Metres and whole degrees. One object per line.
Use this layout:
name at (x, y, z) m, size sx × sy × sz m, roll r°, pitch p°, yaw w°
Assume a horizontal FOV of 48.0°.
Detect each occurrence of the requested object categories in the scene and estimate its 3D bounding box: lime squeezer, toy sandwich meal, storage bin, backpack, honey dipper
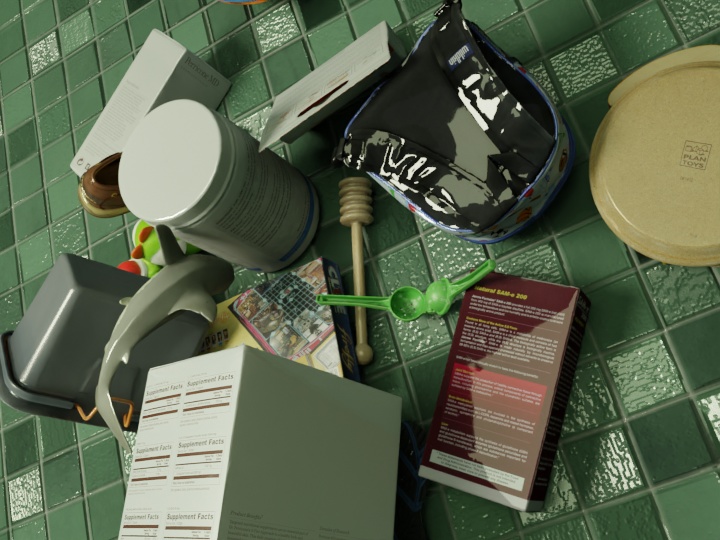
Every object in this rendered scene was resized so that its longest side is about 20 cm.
lime squeezer at (0.056, 0.020, 0.784) m, size 0.199 × 0.071 × 0.038 m, roll -12°, pitch 46°, yaw 35°
toy sandwich meal at (0.298, -0.097, 0.727) m, size 0.203 × 0.070 × 0.207 m, roll -5°, pitch 77°, yaw 22°
storage bin at (-0.260, 0.078, 0.847) m, size 0.135 × 0.199 × 0.146 m, roll -60°, pitch 37°, yaw 14°
backpack at (0.104, -0.121, 0.779) m, size 0.200 × 0.154 × 0.191 m, roll -51°, pitch 58°, yaw 18°
honey dipper at (0.000, 0.000, 0.863) m, size 0.038 × 0.038 × 0.202 m, roll -10°, pitch 74°, yaw 23°

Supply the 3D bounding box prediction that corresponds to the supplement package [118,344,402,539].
supplement package at (-0.083, 0.193, 0.692) m, size 0.146 × 0.191 × 0.202 m, roll -16°, pitch 60°, yaw 42°

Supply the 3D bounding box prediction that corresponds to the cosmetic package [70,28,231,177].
cosmetic package at (-0.259, -0.182, 1.006) m, size 0.074 × 0.102 × 0.201 m, roll 34°, pitch 94°, yaw 29°

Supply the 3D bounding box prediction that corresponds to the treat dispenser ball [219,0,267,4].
treat dispenser ball at (-0.144, -0.421, 0.959) m, size 0.199 × 0.201 × 0.203 m, roll -8°, pitch 72°, yaw 24°

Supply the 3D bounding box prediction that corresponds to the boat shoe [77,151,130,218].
boat shoe at (-0.228, -0.122, 0.939) m, size 0.199 × 0.068 × 0.072 m, roll -27°, pitch 86°, yaw -28°

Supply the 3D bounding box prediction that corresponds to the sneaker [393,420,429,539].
sneaker at (0.018, 0.243, 0.773) m, size 0.077 × 0.075 × 0.202 m, roll -3°, pitch 74°, yaw 50°

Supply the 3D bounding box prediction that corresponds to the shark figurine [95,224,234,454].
shark figurine at (-0.180, 0.051, 0.758) m, size 0.089 × 0.129 × 0.215 m, roll 21°, pitch 57°, yaw 24°

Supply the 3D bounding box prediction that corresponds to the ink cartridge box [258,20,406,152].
ink cartridge box at (-0.023, -0.185, 0.854) m, size 0.162 × 0.050 × 0.200 m, roll -32°, pitch 25°, yaw 15°

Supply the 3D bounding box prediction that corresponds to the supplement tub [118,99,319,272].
supplement tub at (-0.142, -0.082, 0.861) m, size 0.131 × 0.200 × 0.133 m, roll -7°, pitch 72°, yaw 24°

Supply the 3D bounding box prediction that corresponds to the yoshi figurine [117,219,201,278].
yoshi figurine at (-0.238, -0.002, 0.964) m, size 0.201 × 0.112 × 0.112 m, roll -59°, pitch 19°, yaw 16°

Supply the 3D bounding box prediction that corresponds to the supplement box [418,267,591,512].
supplement box at (0.135, 0.108, 0.748) m, size 0.108 × 0.061 × 0.202 m, roll 12°, pitch 82°, yaw 29°

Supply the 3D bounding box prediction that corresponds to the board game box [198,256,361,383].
board game box at (-0.100, 0.085, 0.874) m, size 0.199 × 0.035 × 0.137 m, roll -23°, pitch 67°, yaw 27°
